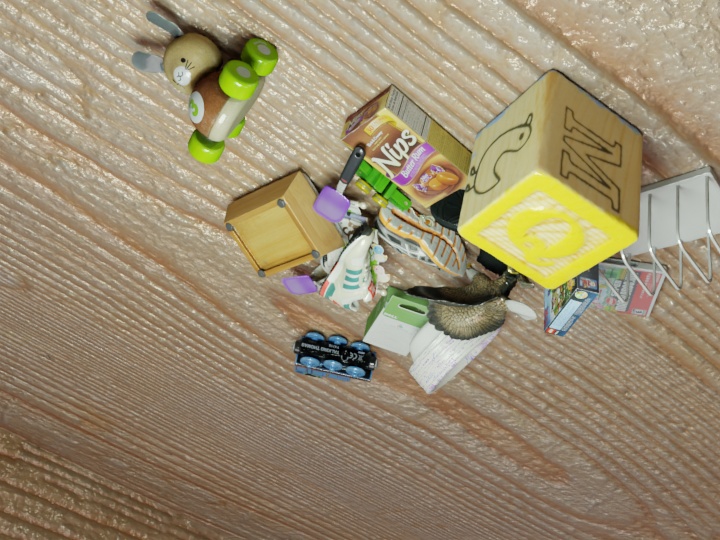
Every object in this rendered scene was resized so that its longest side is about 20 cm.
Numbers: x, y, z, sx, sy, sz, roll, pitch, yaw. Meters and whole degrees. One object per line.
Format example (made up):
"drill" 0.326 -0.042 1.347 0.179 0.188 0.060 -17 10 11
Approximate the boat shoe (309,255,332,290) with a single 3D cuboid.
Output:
"boat shoe" -0.044 -0.011 1.679 0.069 0.072 0.200 24 151 -18

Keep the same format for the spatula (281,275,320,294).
"spatula" -0.062 0.035 1.679 0.197 0.021 0.057 6 145 30

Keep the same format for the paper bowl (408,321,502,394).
"paper bowl" 0.175 0.141 1.704 0.105 0.200 0.201 47 146 12

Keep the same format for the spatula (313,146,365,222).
"spatula" -0.029 -0.143 1.432 0.056 0.021 0.200 34 148 0

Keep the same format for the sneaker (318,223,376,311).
"sneaker" 0.000 0.001 1.550 0.093 0.071 0.201 33 135 0

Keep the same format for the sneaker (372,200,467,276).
"sneaker" 0.107 -0.051 1.562 0.199 0.079 0.077 35 144 -11

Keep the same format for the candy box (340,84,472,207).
"candy box" 0.079 -0.194 1.388 0.199 0.057 0.116 36 141 -24

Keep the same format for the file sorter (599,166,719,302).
"file sorter" 0.486 -0.047 1.375 0.198 0.126 0.139 -18 134 37

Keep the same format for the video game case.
"video game case" 0.444 0.025 1.583 0.196 0.018 0.144 9 145 10

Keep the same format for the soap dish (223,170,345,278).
"soap dish" -0.145 -0.075 1.575 0.198 0.081 0.159 -18 112 39

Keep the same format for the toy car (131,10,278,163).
"toy car" -0.253 -0.298 1.306 0.199 0.159 0.165 34 130 -6

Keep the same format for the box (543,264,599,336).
"box" 0.341 -0.014 1.406 0.037 0.203 0.137 13 145 -5

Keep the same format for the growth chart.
"growth chart" -0.017 -0.047 1.581 0.143 0.018 0.203 7 123 32

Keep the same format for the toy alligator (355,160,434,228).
"toy alligator" 0.048 -0.137 1.483 0.199 0.060 0.054 38 179 -28

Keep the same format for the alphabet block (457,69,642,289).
"alphabet block" 0.282 -0.128 1.275 0.194 0.202 0.195 28 143 -18

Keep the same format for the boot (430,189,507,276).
"boot" 0.221 -0.060 1.511 0.195 0.074 0.163 8 150 13

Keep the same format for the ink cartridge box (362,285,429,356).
"ink cartridge box" 0.084 0.093 1.775 0.102 0.060 0.201 20 145 -7

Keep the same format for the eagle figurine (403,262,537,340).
"eagle figurine" 0.195 0.045 1.486 0.198 0.151 0.153 -31 101 5

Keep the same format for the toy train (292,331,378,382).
"toy train" -0.059 0.201 1.962 0.196 0.088 0.115 12 154 1
